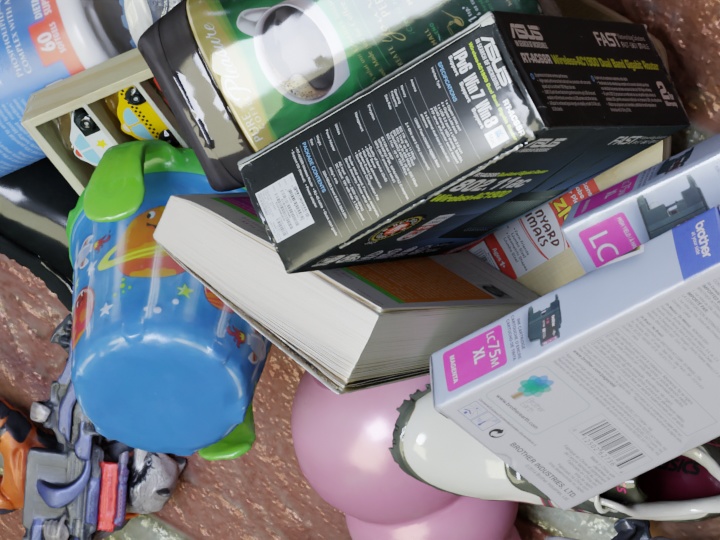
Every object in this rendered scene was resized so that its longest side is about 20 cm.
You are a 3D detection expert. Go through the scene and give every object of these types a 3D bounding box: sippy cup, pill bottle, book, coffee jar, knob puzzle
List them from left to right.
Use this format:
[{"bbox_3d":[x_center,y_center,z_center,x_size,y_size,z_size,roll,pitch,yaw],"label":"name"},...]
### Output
[{"bbox_3d":[-0.220,-0.111,1.392,0.199,0.112,0.113,-23,106,21],"label":"pill bottle"},{"bbox_3d":[-0.102,0.025,1.306,0.177,0.131,0.140,32,128,-23],"label":"sippy cup"},{"bbox_3d":[-0.008,-0.122,1.185,0.199,0.085,0.105,-26,96,15],"label":"coffee jar"},{"bbox_3d":[0.000,0.000,1.229,0.133,0.200,0.048,35,109,24],"label":"book"},{"bbox_3d":[0.093,-0.073,1.284,0.219,0.030,0.221,12,110,34],"label":"knob puzzle"}]

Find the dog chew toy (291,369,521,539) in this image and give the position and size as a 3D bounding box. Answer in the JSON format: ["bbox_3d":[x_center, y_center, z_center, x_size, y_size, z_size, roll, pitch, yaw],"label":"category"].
[{"bbox_3d":[0.039,0.127,1.415,0.124,0.125,0.201,-2,126,36],"label":"dog chew toy"}]

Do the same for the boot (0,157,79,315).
[{"bbox_3d":[-0.155,-0.047,1.458,0.198,0.073,0.162,45,138,-10],"label":"boot"}]

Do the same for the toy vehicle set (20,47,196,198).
[{"bbox_3d":[-0.084,-0.044,1.348,0.124,0.027,0.200,-21,127,23],"label":"toy vehicle set"}]

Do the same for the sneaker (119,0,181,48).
[{"bbox_3d":[-0.065,-0.120,1.354,0.085,0.077,0.201,-9,122,29],"label":"sneaker"}]

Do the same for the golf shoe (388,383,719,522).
[{"bbox_3d":[0.117,0.097,1.303,0.198,0.088,0.078,6,96,-5],"label":"golf shoe"}]

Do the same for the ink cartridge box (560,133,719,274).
[{"bbox_3d":[0.215,-0.017,1.200,0.199,0.042,0.120,-26,102,22],"label":"ink cartridge box"}]

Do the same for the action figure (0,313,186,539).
[{"bbox_3d":[-0.206,0.107,1.611,0.192,0.105,0.201,18,104,16],"label":"action figure"}]

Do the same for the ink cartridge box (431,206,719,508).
[{"bbox_3d":[0.148,0.040,1.163,0.199,0.042,0.119,-27,136,25],"label":"ink cartridge box"}]

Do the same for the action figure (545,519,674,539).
[{"bbox_3d":[0.187,0.221,1.315,0.104,0.193,0.201,-32,72,34],"label":"action figure"}]

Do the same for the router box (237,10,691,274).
[{"bbox_3d":[0.055,-0.062,1.150,0.149,0.200,0.062,-30,81,26],"label":"router box"}]
